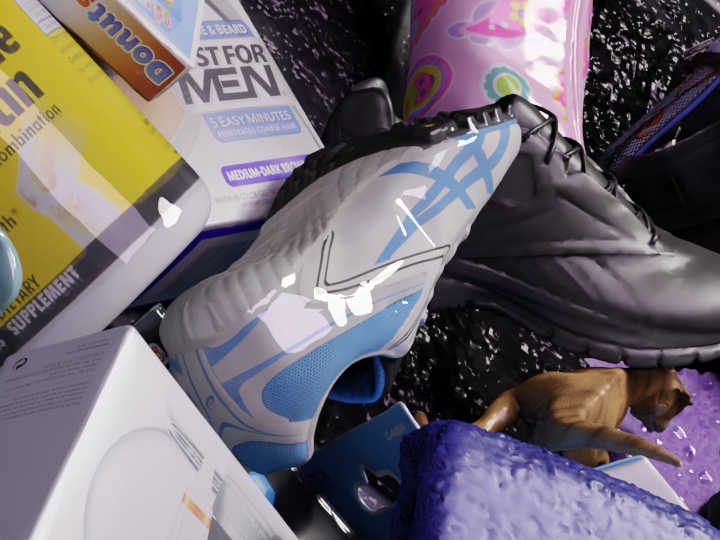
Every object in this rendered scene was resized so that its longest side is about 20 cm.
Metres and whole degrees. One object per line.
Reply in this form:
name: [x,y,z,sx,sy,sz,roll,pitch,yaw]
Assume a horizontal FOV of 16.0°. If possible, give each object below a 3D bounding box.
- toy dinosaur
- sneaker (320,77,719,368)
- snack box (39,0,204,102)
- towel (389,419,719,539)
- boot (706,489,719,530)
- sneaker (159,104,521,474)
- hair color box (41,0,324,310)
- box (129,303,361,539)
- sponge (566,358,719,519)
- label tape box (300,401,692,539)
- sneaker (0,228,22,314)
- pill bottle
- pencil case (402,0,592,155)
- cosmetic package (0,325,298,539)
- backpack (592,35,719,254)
toy dinosaur: [0.076,0.056,0.968,0.060,0.106,0.200,60,16,2]
sneaker: [0.073,-0.019,1.001,0.200,0.091,0.076,13,13,-11]
snack box: [-0.084,-0.142,0.932,0.072,0.024,0.200,44,26,-26]
towel: [0.092,0.139,0.770,0.200,0.050,0.148,24,47,-17]
boot: [0.193,0.088,0.974,0.070,0.132,0.200,46,18,-10]
sneaker: [0.000,0.000,0.899,0.200,0.072,0.073,-44,117,-46]
hair color box: [-0.098,-0.087,0.958,0.109,0.065,0.200,-13,67,-53]
box: [-0.072,0.121,0.812,0.159,0.046,0.200,50,35,-3]
sponge: [0.156,0.131,1.073,0.112,0.030,0.200,7,52,-46]
label tape box: [0.075,0.119,0.890,0.066,0.143,0.200,-38,90,-21]
sneaker: [-0.159,0.055,0.699,0.078,0.086,0.200,51,49,-41]
pill bottle: [-0.151,-0.056,0.828,0.200,0.112,0.112,47,35,-5]
pencil case: [0.064,-0.111,1.102,0.087,0.087,0.200,25,59,-32]
cosmetic package: [-0.051,0.139,0.703,0.200,0.052,0.151,55,39,-30]
backpack: [0.217,-0.042,1.152,0.200,0.190,0.154,44,9,-12]
